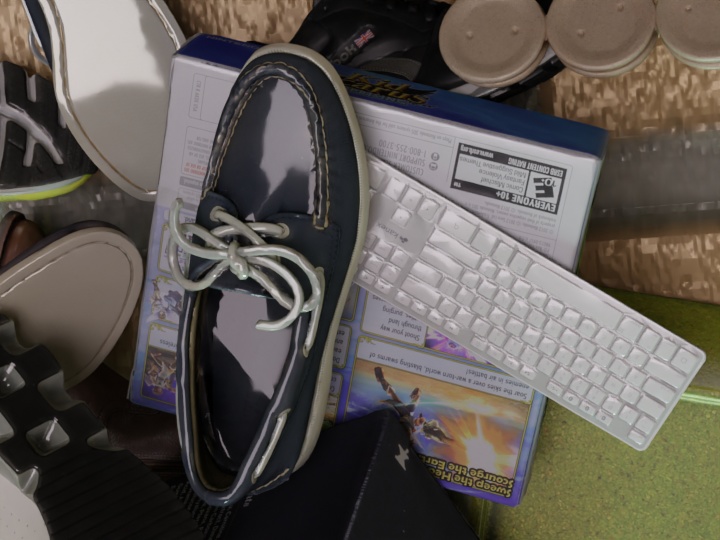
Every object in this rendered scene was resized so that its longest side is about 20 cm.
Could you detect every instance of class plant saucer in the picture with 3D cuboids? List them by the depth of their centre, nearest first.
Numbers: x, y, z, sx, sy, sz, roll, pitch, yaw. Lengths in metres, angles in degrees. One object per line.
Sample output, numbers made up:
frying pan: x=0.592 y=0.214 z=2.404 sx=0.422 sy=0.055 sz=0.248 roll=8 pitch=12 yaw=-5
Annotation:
plant saucer: x=0.128 y=0.113 z=0.987 sx=0.199 sy=0.048 sz=0.201 roll=9 pitch=106 yaw=11

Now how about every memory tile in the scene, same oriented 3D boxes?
memory tile: x=0.135 y=-0.157 z=0.897 sx=0.199 sy=0.017 sz=0.154 roll=-3 pitch=69 yaw=16

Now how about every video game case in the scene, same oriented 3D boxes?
video game case: x=0.000 y=0.000 z=0.928 sx=0.199 sy=0.045 sz=0.182 roll=15 pitch=115 yaw=8

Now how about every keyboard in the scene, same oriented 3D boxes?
keyboard: x=0.055 y=0.009 z=0.886 sx=0.200 sy=0.011 sz=0.056 roll=30 pitch=117 yaw=0

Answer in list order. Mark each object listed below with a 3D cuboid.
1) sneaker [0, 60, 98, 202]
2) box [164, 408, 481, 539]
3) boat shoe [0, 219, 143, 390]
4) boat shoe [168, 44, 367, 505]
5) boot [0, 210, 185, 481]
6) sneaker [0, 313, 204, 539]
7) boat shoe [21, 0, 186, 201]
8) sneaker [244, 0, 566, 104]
sneaker: x=-0.233 y=-0.057 z=1.028 sx=0.199 sy=0.090 sz=0.078 roll=1 pitch=61 yaw=-2
box: x=-0.028 y=0.196 z=0.960 sx=0.199 sy=0.118 sz=0.197 roll=-21 pitch=119 yaw=30
boat shoe: x=-0.181 y=0.038 z=0.965 sx=0.073 sy=0.063 sz=0.200 roll=29 pitch=116 yaw=-32
boat shoe: x=-0.046 y=0.004 z=0.860 sx=0.075 sy=0.062 sz=0.201 roll=17 pitch=108 yaw=16
boot: x=-0.089 y=0.059 z=1.023 sx=0.199 sy=0.064 sz=0.187 roll=-1 pitch=104 yaw=11
sneaker: x=-0.134 y=0.118 z=0.891 sx=0.200 sy=0.074 sz=0.089 roll=53 pitch=140 yaw=23
boat shoe: x=-0.135 y=-0.130 z=0.983 sx=0.075 sy=0.062 sz=0.200 roll=-29 pitch=104 yaw=2
sneaker: x=0.018 y=-0.108 z=0.949 sx=0.199 sy=0.076 sz=0.088 roll=-22 pitch=91 yaw=17
